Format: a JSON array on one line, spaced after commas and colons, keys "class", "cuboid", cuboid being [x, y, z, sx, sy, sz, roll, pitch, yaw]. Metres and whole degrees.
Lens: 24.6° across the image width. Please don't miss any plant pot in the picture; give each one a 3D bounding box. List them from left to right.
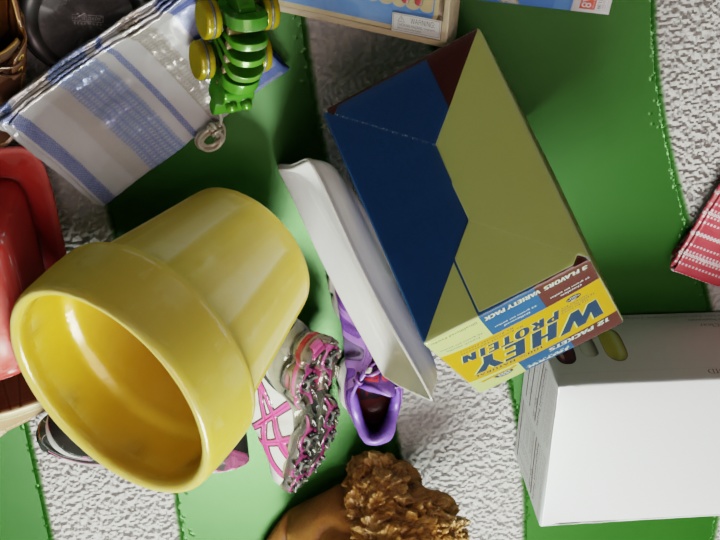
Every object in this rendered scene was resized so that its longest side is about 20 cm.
[{"class": "plant pot", "cuboid": [-0.144, 0.039, 1.308, 0.199, 0.189, 0.202, 24, 139, 22]}]

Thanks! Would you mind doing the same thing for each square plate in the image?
[{"class": "square plate", "cuboid": [0.000, 0.000, 1.290, 0.028, 0.198, 0.202, -28, 96, -8]}]

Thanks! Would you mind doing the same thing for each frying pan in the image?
[{"class": "frying pan", "cuboid": [-0.193, -0.227, 1.256, 0.114, 0.031, 0.191, 22, 118, -22]}]

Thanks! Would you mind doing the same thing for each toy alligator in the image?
[{"class": "toy alligator", "cuboid": [-0.095, -0.149, 1.253, 0.059, 0.055, 0.201, -11, 141, -23]}]

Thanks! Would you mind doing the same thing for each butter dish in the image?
[{"class": "butter dish", "cuboid": [-0.334, 0.024, 1.313, 0.197, 0.148, 0.201, -9, 123, -4]}]

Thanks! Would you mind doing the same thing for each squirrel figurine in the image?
[{"class": "squirrel figurine", "cuboid": [0.011, 0.274, 1.494, 0.140, 0.187, 0.201, 20, 116, -19]}]

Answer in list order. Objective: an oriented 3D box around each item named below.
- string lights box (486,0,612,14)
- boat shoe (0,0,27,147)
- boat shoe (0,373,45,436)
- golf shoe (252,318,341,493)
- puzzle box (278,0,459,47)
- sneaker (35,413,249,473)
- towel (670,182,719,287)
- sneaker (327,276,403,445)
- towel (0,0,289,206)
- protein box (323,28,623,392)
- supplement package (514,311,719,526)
[{"class": "string lights box", "cuboid": [0.102, -0.263, 1.257, 0.197, 0.059, 0.104, 4, 123, -11]}, {"class": "boat shoe", "cuboid": [-0.285, -0.170, 1.235, 0.071, 0.068, 0.202, -15, 133, -22]}, {"class": "boat shoe", "cuboid": [-0.341, 0.122, 1.423, 0.198, 0.072, 0.065, -16, 142, -5]}, {"class": "golf shoe", "cuboid": [-0.068, 0.113, 1.465, 0.092, 0.073, 0.201, 28, 137, 24]}, {"class": "puzzle box", "cuboid": [-0.018, -0.249, 1.214, 0.198, 0.025, 0.134, 14, 121, 17]}, {"class": "sneaker", "cuboid": [-0.194, 0.139, 1.456, 0.198, 0.081, 0.086, 13, 162, -31]}, {"class": "towel", "cuboid": [0.375, -0.065, 1.444, 0.143, 0.023, 0.201, 17, 119, -20]}, {"class": "sneaker", "cuboid": [0.018, 0.063, 1.429, 0.080, 0.084, 0.202, -7, 121, -5]}, {"class": "towel", "cuboid": [-0.167, -0.137, 1.284, 0.199, 0.024, 0.147, -34, 142, 9]}, {"class": "protein box", "cuboid": [0.091, -0.038, 1.267, 0.134, 0.200, 0.200, -26, 161, 8]}, {"class": "supplement package", "cuboid": [0.253, 0.133, 1.492, 0.197, 0.111, 0.157, -2, 122, -8]}]
